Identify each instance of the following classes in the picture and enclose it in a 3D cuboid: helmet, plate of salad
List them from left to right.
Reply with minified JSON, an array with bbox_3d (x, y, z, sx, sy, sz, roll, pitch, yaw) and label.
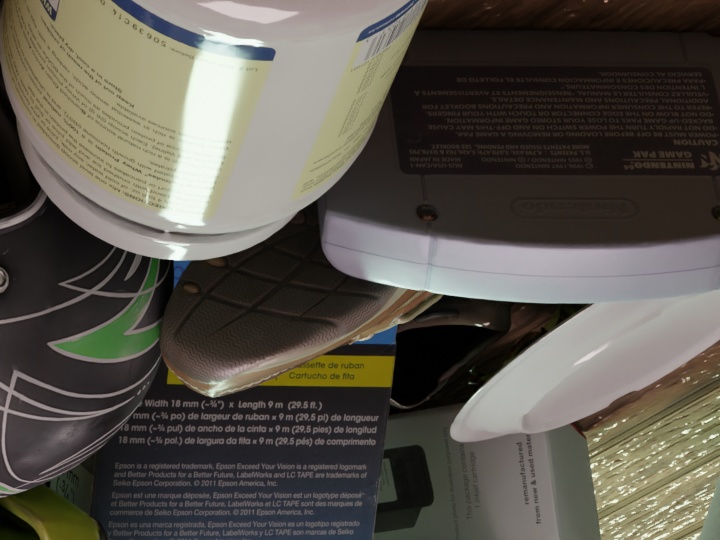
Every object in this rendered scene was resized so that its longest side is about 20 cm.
[{"bbox_3d":[-0.168,0.002,1.197,0.199,0.191,0.200,-3,154,-2],"label":"helmet"},{"bbox_3d":[0.124,0.020,1.394,0.200,0.048,0.200,-28,166,-8],"label":"plate of salad"}]

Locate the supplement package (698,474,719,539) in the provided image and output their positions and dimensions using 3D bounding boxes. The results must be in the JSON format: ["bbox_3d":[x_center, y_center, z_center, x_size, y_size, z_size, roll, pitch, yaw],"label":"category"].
[{"bbox_3d":[0.263,0.131,1.549,0.121,0.120,0.200,24,150,-5],"label":"supplement package"}]

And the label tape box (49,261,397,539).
[{"bbox_3d":[-0.065,0.082,1.381,0.144,0.201,0.063,2,-167,-24],"label":"label tape box"}]

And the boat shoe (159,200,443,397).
[{"bbox_3d":[0.000,0.000,1.230,0.200,0.076,0.072,-32,149,-30],"label":"boat shoe"}]

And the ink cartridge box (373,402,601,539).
[{"bbox_3d":[0.016,0.128,1.566,0.199,0.084,0.145,-10,166,12],"label":"ink cartridge box"}]

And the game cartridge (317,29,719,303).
[{"bbox_3d":[0.080,-0.044,1.200,0.199,0.133,0.041,0,131,-5],"label":"game cartridge"}]

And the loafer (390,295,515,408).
[{"bbox_3d":[0.018,0.035,1.430,0.072,0.063,0.200,9,151,-22],"label":"loafer"}]

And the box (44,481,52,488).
[{"bbox_3d":[-0.234,0.099,1.466,0.198,0.124,0.200,14,148,-28],"label":"box"}]

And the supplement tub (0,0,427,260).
[{"bbox_3d":[-0.051,-0.102,1.055,0.145,0.145,0.200,3,153,-12],"label":"supplement tub"}]

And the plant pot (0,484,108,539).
[{"bbox_3d":[-0.202,0.180,1.272,0.181,0.200,0.200,-25,-156,-25],"label":"plant pot"}]
